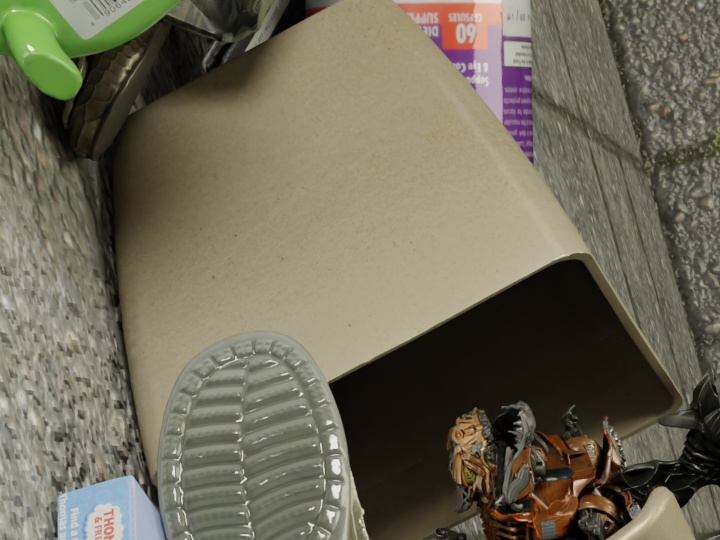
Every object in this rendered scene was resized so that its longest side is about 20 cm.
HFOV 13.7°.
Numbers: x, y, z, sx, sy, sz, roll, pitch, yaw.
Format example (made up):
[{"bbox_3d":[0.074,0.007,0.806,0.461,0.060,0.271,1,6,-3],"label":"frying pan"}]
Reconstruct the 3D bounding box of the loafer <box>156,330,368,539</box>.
[{"bbox_3d":[-0.030,0.122,1.130,0.070,0.075,0.201,74,7,-71],"label":"loafer"}]

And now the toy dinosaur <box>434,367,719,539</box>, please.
[{"bbox_3d":[0.110,0.115,1.311,0.200,0.135,0.103,42,27,-61],"label":"toy dinosaur"}]

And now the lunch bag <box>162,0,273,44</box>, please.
[{"bbox_3d":[-0.071,-0.215,1.241,0.200,0.117,0.164,49,44,-27],"label":"lunch bag"}]

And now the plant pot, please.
[{"bbox_3d":[0.000,0.000,1.312,0.178,0.199,0.200,67,8,27],"label":"plant pot"}]

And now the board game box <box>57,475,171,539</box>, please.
[{"bbox_3d":[-0.059,0.196,1.125,0.200,0.036,0.152,60,18,-45],"label":"board game box"}]

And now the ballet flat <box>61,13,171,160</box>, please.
[{"bbox_3d":[-0.100,-0.125,1.301,0.067,0.046,0.201,-56,-168,47],"label":"ballet flat"}]

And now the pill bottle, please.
[{"bbox_3d":[0.030,-0.043,1.463,0.111,0.111,0.201,-11,99,-78],"label":"pill bottle"}]

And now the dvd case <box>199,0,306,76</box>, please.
[{"bbox_3d":[-0.030,-0.054,1.484,0.149,0.016,0.201,-65,148,-51],"label":"dvd case"}]

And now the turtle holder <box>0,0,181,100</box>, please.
[{"bbox_3d":[-0.137,-0.163,1.080,0.185,0.141,0.132,17,28,-28],"label":"turtle holder"}]

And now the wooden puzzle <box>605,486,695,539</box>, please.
[{"bbox_3d":[0.083,0.207,1.237,0.037,0.200,0.185,41,-14,46],"label":"wooden puzzle"}]
